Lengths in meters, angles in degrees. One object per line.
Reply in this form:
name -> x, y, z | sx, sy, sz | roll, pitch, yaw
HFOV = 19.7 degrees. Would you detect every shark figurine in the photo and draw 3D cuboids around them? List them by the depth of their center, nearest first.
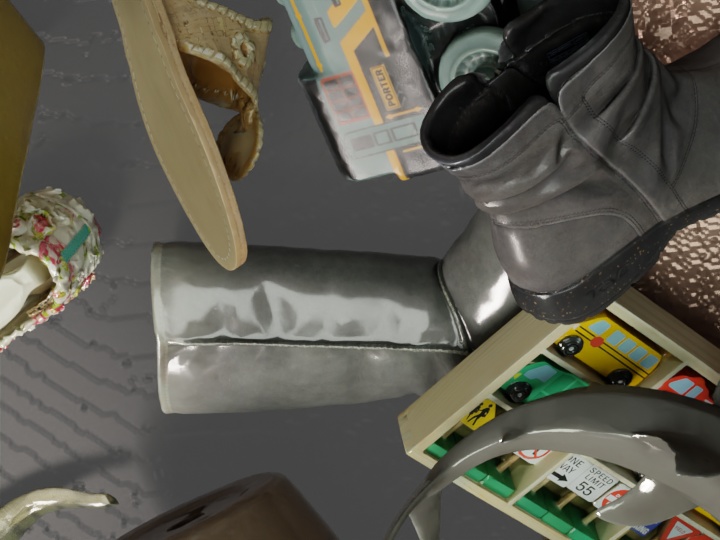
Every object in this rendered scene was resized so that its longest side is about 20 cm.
shark figurine -> 0.115, 0.086, 0.919 | 0.214, 0.090, 0.128 | 5, 102, -2

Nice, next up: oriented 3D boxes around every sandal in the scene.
sandal -> -0.074, -0.110, 0.947 | 0.070, 0.078, 0.212 | -29, 99, -19

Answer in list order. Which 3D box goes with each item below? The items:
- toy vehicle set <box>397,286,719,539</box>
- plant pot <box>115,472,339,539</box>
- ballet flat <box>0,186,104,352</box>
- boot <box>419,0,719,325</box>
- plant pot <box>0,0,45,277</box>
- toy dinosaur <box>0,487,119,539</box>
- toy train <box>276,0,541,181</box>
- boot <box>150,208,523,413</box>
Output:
toy vehicle set -> 0.131, 0.084, 1.006 | 0.200, 0.027, 0.124 | 32, 116, -33
plant pot -> -0.053, 0.202, 1.051 | 0.200, 0.200, 0.175 | -24, 93, 17
ballet flat -> -0.213, 0.026, 1.030 | 0.200, 0.064, 0.076 | -35, 109, 21
boot -> 0.124, -0.077, 0.879 | 0.200, 0.070, 0.132 | -44, 138, -14
plant pot -> -0.274, -0.089, 0.882 | 0.194, 0.196, 0.200 | -18, 127, 14
toy dinosaur -> -0.228, 0.153, 1.106 | 0.200, 0.047, 0.088 | -40, 121, 21
toy train -> 0.013, -0.131, 0.906 | 0.114, 0.085, 0.200 | -14, 114, 23
boot -> 0.000, 0.000, 0.999 | 0.200, 0.073, 0.182 | 9, 116, 7
